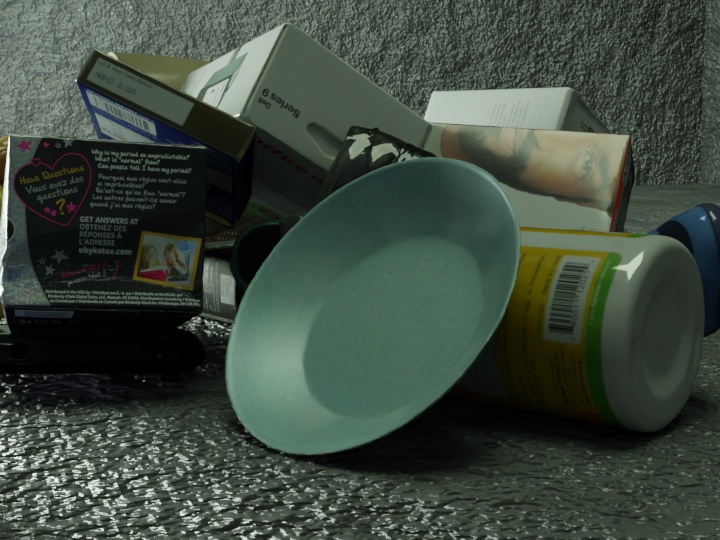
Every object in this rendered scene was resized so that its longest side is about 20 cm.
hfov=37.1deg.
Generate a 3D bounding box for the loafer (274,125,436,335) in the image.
[{"bbox_3d":[-0.027,-0.011,0.733,0.072,0.201,0.073,32,-17,18],"label":"loafer"}]

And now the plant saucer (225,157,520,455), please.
[{"bbox_3d":[0.011,0.024,0.623,0.200,0.202,0.039,7,-31,44],"label":"plant saucer"}]

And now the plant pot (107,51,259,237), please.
[{"bbox_3d":[-0.129,-0.117,1.020,0.198,0.189,0.187,-8,10,-21],"label":"plant pot"}]

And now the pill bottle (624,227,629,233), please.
[{"bbox_3d":[0.127,-0.013,0.937,0.199,0.118,0.116,15,15,36],"label":"pill bottle"}]

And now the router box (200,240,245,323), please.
[{"bbox_3d":[-0.080,0.004,1.053,0.199,0.063,0.149,-7,9,-40],"label":"router box"}]

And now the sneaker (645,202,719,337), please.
[{"bbox_3d":[0.179,0.018,0.717,0.081,0.075,0.200,0,-23,-14],"label":"sneaker"}]

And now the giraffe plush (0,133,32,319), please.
[{"bbox_3d":[-0.280,-0.005,0.916,0.199,0.173,0.162,34,2,-28],"label":"giraffe plush"}]

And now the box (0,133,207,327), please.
[{"bbox_3d":[-0.189,-0.020,0.766,0.131,0.116,0.200,2,-8,-17],"label":"box"}]

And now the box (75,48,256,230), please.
[{"bbox_3d":[-0.139,-0.090,0.801,0.120,0.033,0.200,26,-15,-1],"label":"box"}]

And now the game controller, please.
[{"bbox_3d":[-0.212,0.060,0.766,0.198,0.043,0.104,0,-7,0],"label":"game controller"}]

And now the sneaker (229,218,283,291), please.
[{"bbox_3d":[0.000,0.000,0.836,0.198,0.079,0.140,11,-3,-4],"label":"sneaker"}]

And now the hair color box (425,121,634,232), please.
[{"bbox_3d":[0.108,-0.054,0.853,0.198,0.112,0.064,7,-27,22],"label":"hair color box"}]

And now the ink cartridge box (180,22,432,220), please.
[{"bbox_3d":[-0.058,-0.104,0.855,0.145,0.085,0.199,31,-16,-25],"label":"ink cartridge box"}]

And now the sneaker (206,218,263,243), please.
[{"bbox_3d":[-0.166,-0.014,1.269,0.085,0.073,0.199,-37,-9,37],"label":"sneaker"}]

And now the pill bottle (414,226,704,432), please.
[{"bbox_3d":[0.098,0.029,0.665,0.199,0.112,0.111,6,10,41],"label":"pill bottle"}]

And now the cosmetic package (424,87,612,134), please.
[{"bbox_3d":[0.182,-0.105,1.280,0.199,0.168,0.167,7,-17,40],"label":"cosmetic package"}]
